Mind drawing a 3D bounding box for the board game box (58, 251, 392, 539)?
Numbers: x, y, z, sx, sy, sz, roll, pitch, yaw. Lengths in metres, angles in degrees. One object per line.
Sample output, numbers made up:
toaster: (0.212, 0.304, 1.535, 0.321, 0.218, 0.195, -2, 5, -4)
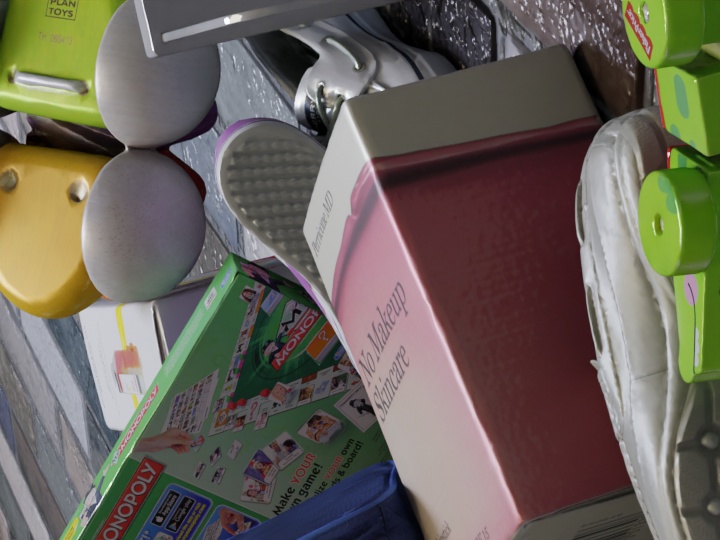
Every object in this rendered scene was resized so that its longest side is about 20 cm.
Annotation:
board game box: (-0.061, 0.104, 1.213, 0.200, 0.134, 0.029, -58, 21, 14)

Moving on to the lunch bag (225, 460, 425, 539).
lunch bag: (-0.011, 0.179, 1.053, 0.133, 0.136, 0.200, 63, -177, 0)

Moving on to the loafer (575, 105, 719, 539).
loafer: (0.124, 0.038, 0.861, 0.070, 0.070, 0.201, 157, 107, -68)

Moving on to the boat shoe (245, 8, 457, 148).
boat shoe: (-0.001, -0.083, 1.141, 0.200, 0.067, 0.074, -132, 32, -55)

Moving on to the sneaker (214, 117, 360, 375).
sneaker: (0.000, -0.001, 1.154, 0.201, 0.073, 0.114, 52, 176, -10)

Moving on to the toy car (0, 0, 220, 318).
toy car: (-0.143, -0.076, 1.250, 0.175, 0.150, 0.201, 11, 99, 32)

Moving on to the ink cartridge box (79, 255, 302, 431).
ink cartridge box: (-0.071, 0.041, 1.328, 0.200, 0.145, 0.084, 176, 80, -71)

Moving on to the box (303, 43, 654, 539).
box: (0.065, 0.027, 0.964, 0.128, 0.109, 0.200, 110, 141, -62)

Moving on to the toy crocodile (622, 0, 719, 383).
toy crocodile: (0.126, -0.057, 0.782, 0.062, 0.067, 0.201, -134, 36, -66)

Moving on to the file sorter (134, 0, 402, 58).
file sorter: (-0.041, -0.214, 1.049, 0.124, 0.138, 0.201, -175, 71, -68)
